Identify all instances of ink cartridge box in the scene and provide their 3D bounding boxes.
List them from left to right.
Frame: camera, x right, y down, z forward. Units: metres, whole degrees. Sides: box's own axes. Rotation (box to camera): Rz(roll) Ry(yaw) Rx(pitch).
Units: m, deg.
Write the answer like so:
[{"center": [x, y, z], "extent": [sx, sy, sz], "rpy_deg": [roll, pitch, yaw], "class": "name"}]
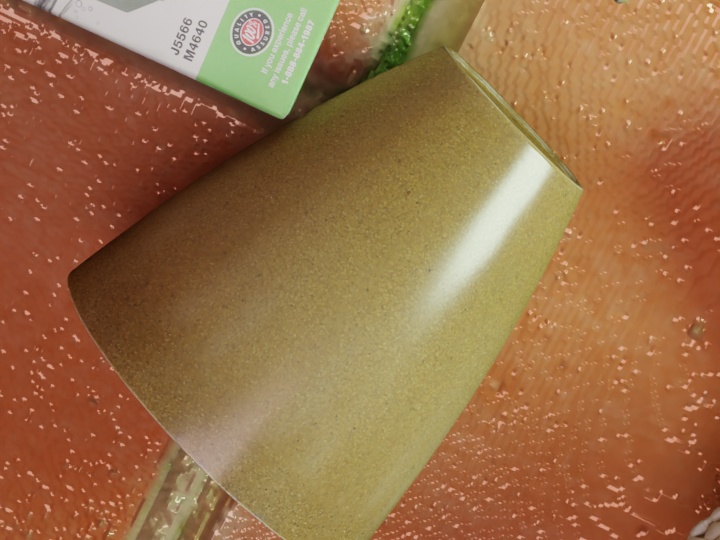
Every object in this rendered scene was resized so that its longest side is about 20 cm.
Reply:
[{"center": [-0.092, -0.181, 1.279], "extent": [0.199, 0.084, 0.146], "rpy_deg": [23, 114, -4], "class": "ink cartridge box"}]

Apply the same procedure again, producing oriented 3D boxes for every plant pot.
[{"center": [0.000, 0.000, 1.312], "extent": [0.200, 0.186, 0.186], "rpy_deg": [-44, 103, 8], "class": "plant pot"}]

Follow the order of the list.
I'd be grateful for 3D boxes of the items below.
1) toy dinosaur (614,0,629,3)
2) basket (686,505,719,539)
[{"center": [0.100, -0.219, 1.268], "extent": [0.100, 0.058, 0.201], "rpy_deg": [-1, 123, -10], "class": "toy dinosaur"}, {"center": [0.257, 0.174, 1.333], "extent": [0.199, 0.124, 0.136], "rpy_deg": [19, 143, -24], "class": "basket"}]
